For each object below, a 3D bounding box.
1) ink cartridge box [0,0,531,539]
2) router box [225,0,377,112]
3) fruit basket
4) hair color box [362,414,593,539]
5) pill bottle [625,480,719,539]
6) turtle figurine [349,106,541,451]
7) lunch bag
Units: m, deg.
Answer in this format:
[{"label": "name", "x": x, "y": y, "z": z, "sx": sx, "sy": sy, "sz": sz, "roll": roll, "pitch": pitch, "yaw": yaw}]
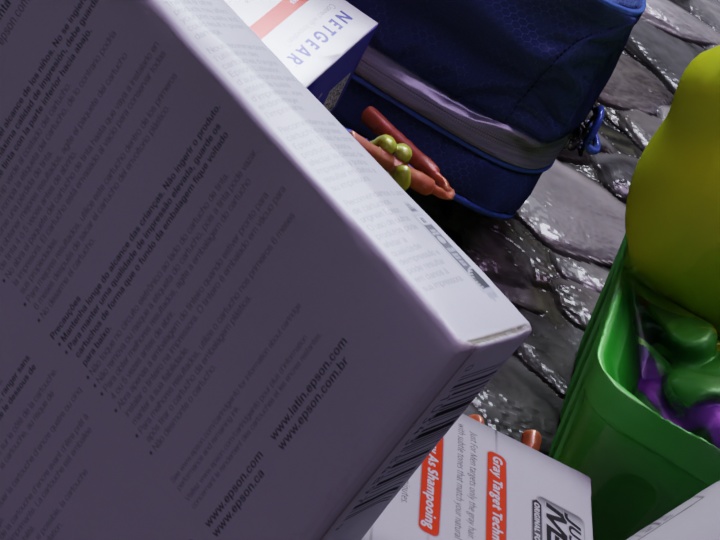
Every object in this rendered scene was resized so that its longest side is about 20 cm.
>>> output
[{"label": "ink cartridge box", "x": -0.078, "y": 0.018, "z": 0.656, "sx": 0.200, "sy": 0.200, "sz": 0.041, "roll": 47, "pitch": 29, "yaw": 18}, {"label": "router box", "x": -0.116, "y": -0.088, "z": 0.883, "sx": 0.179, "sy": 0.049, "sz": 0.200, "roll": 35, "pitch": 39, "yaw": 7}, {"label": "fruit basket", "x": 0.156, "y": 0.013, "z": 0.901, "sx": 0.155, "sy": 0.216, "sz": 0.216, "roll": 32, "pitch": 29, "yaw": -3}, {"label": "hair color box", "x": -0.020, "y": 0.076, "z": 0.771, "sx": 0.199, "sy": 0.061, "sz": 0.102, "roll": 27, "pitch": 30, "yaw": -12}, {"label": "pill bottle", "x": 0.121, "y": 0.122, "z": 0.689, "sx": 0.115, "sy": 0.199, "sz": 0.114, "roll": 57, "pitch": -9, "yaw": 14}, {"label": "turtle figurine", "x": 0.000, "y": 0.000, "z": 0.875, "sx": 0.161, "sy": 0.064, "sz": 0.201, "roll": 46, "pitch": 25, "yaw": -58}, {"label": "lunch bag", "x": 0.028, "y": -0.113, "z": 1.023, "sx": 0.200, "sy": 0.133, "sz": 0.136, "roll": 33, "pitch": 22, "yaw": -3}]
